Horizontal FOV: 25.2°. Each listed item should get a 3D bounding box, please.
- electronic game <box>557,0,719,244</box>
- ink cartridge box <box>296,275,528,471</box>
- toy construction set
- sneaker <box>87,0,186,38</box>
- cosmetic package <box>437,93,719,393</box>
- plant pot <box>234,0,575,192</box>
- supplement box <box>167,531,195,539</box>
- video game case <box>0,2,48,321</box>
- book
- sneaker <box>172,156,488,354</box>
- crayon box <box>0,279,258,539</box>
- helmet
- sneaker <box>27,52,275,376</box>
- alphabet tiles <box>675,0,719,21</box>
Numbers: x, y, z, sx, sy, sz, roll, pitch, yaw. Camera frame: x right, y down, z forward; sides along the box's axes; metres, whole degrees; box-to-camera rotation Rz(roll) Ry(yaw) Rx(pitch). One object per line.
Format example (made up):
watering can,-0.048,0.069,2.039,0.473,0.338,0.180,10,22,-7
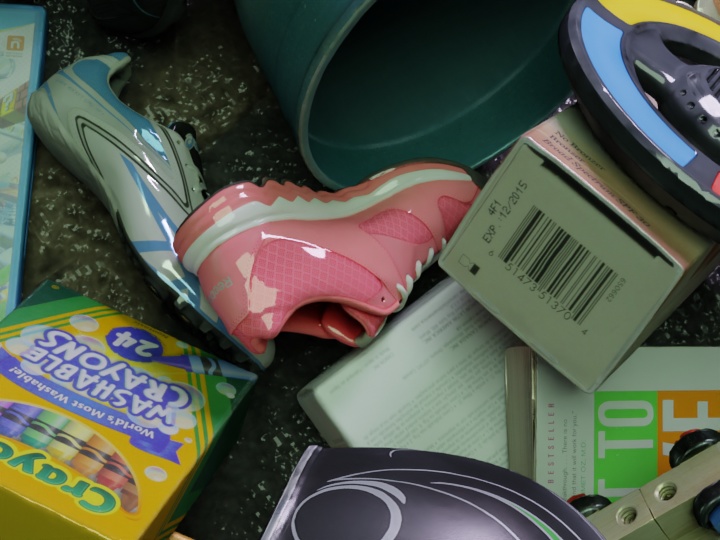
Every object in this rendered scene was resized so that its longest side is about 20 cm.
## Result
electronic game,0.183,-0.071,0.792,0.199,0.042,0.201,23,34,-17
ink cartridge box,0.088,0.098,0.861,0.160,0.047,0.200,-36,92,-16
toy construction set,0.169,0.146,0.773,0.200,0.131,0.092,-41,37,-2
sneaker,-0.115,-0.182,0.842,0.079,0.200,0.076,4,74,-26
cosmetic package,0.137,-0.032,0.821,0.103,0.087,0.200,39,32,10
plant pot,0.012,-0.176,0.865,0.199,0.200,0.188,-26,62,-13
supplement box,-0.043,0.187,0.797,0.199,0.067,0.069,22,71,1
video game case,-0.251,-0.057,0.882,0.142,0.018,0.201,3,71,-4
book,0.176,0.106,0.837,0.199,0.048,0.135,0,86,-15
sneaker,0.000,0.000,0.837,0.199,0.074,0.087,-10,64,-36
crayon box,-0.142,0.087,0.761,0.125,0.052,0.200,24,29,6
helmet,0.034,0.179,0.676,0.190,0.200,0.201,23,71,3
sneaker,-0.101,-0.033,0.861,0.072,0.072,0.200,-34,79,-9
alphabet tiles,0.231,-0.124,0.956,0.199,0.015,0.197,-17,74,-11
